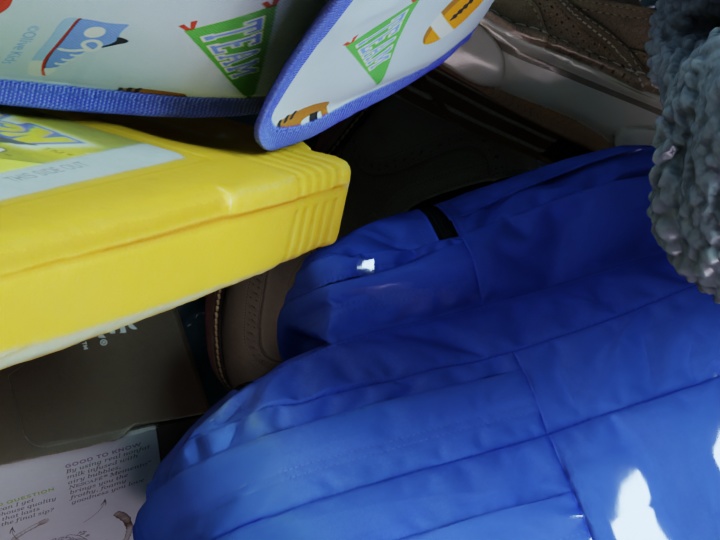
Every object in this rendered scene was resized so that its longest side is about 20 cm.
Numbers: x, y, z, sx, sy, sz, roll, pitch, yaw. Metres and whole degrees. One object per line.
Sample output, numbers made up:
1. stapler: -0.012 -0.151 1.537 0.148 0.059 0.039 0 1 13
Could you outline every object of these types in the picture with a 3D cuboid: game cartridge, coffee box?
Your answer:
1. game cartridge: -0.116 -0.029 0.592 0.200 0.176 0.033 -25 129 -65
2. coffee box: -0.106 0.061 0.817 0.080 0.115 0.200 -13 149 -15

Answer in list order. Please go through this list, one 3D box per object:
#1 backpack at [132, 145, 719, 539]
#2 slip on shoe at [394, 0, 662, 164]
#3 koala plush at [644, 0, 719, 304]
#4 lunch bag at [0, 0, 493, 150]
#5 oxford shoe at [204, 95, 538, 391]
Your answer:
1. backpack: 0.032 0.069 0.709 0.200 0.168 0.163 -21 161 -9
2. slip on shoe: 0.060 -0.068 0.748 0.200 0.061 0.076 27 172 -6
3. koala plush: 0.160 -0.110 0.590 0.177 0.184 0.200 5 126 -8
4. lunch bag: -0.026 -0.119 0.585 0.200 0.124 0.170 4 144 -27
5. oxford shoe: 0.000 0.000 0.855 0.070 0.075 0.200 -5 145 -28
